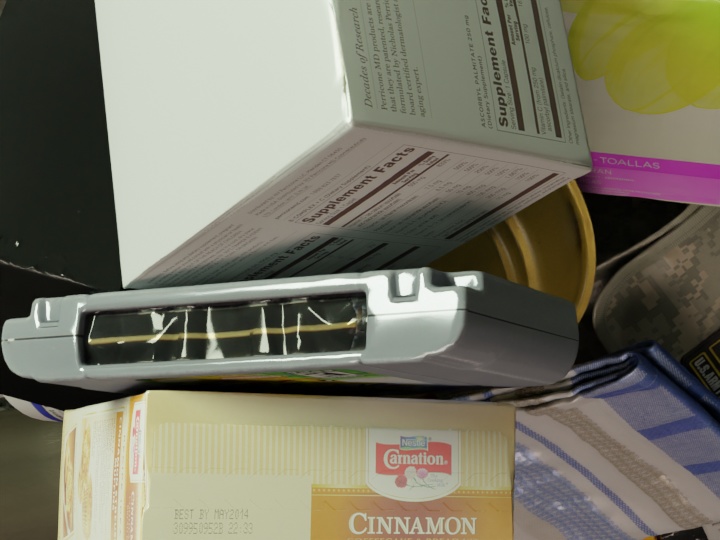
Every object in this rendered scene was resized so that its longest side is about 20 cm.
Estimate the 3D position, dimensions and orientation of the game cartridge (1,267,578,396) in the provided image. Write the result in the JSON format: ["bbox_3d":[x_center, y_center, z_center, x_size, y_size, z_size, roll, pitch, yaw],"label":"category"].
[{"bbox_3d":[-0.022,0.029,0.687,0.198,0.041,0.133,-4,174,28],"label":"game cartridge"}]

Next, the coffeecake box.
[{"bbox_3d":[-0.040,0.094,0.757,0.152,0.074,0.200,4,172,-18],"label":"coffeecake box"}]

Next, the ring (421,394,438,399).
[{"bbox_3d":[0.109,0.085,1.073,0.199,0.019,0.201,11,146,7],"label":"ring"}]

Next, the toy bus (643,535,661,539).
[{"bbox_3d":[0.079,0.123,1.042,0.198,0.079,0.065,-2,137,18],"label":"toy bus"}]

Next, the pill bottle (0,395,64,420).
[{"bbox_3d":[-0.145,0.031,1.007,0.198,0.113,0.112,-1,143,26],"label":"pill bottle"}]

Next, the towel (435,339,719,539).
[{"bbox_3d":[0.104,0.101,0.873,0.199,0.024,0.147,-21,132,40],"label":"towel"}]

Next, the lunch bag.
[{"bbox_3d":[0.145,0.033,0.892,0.199,0.118,0.164,-20,126,35],"label":"lunch bag"}]

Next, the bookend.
[{"bbox_3d":[-0.125,-0.053,0.847,0.091,0.201,0.199,15,159,2],"label":"bookend"}]

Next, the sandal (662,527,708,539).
[{"bbox_3d":[0.182,0.182,1.165,0.199,0.048,0.075,-21,132,25],"label":"sandal"}]

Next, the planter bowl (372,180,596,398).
[{"bbox_3d":[0.000,0.000,0.793,0.199,0.084,0.201,17,135,17],"label":"planter bowl"}]

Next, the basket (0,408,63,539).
[{"bbox_3d":[-0.220,0.160,1.227,0.199,0.137,0.180,-16,136,34],"label":"basket"}]

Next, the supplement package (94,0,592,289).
[{"bbox_3d":[-0.018,-0.107,0.665,0.110,0.202,0.155,7,156,-36],"label":"supplement package"}]

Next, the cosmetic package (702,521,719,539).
[{"bbox_3d":[0.296,0.125,1.000,0.198,0.074,0.102,-4,141,26],"label":"cosmetic package"}]

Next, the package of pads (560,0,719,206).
[{"bbox_3d":[0.130,-0.099,0.753,0.198,0.069,0.155,6,145,16],"label":"package of pads"}]
